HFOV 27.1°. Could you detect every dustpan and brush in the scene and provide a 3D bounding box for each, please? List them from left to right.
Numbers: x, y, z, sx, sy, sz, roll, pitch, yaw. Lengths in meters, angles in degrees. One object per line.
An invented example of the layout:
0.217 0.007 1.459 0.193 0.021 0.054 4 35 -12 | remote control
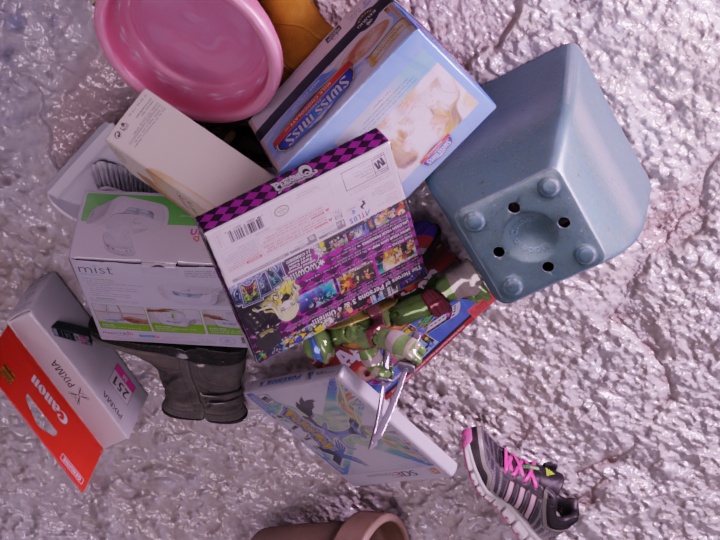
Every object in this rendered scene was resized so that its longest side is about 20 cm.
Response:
-0.234 -0.071 1.668 0.199 0.057 0.139 23 131 -34 | dustpan and brush

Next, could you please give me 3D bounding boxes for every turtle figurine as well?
0.052 0.082 1.565 0.193 0.200 0.144 -31 149 -6 | turtle figurine

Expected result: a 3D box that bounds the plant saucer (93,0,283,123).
-0.168 -0.237 1.503 0.199 0.051 0.201 13 141 11 | plant saucer

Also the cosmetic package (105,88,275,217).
-0.153 -0.090 1.524 0.200 0.105 0.071 35 81 17 | cosmetic package

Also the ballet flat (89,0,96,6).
-0.194 -0.327 1.531 0.199 0.070 0.070 -17 115 14 | ballet flat

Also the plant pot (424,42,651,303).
0.176 -0.077 1.533 0.196 0.200 0.196 -24 113 20 | plant pot

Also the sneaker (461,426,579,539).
0.195 0.249 1.783 0.087 0.074 0.200 -29 116 21 | sneaker

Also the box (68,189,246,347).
-0.201 0.002 1.645 0.199 0.097 0.177 3 147 7 | box

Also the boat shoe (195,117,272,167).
-0.146 -0.143 1.612 0.199 0.072 0.073 10 119 2 | boat shoe

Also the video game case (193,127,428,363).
-0.043 -0.022 1.457 0.199 0.036 0.182 -28 132 -9 | video game case

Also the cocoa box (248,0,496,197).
0.009 -0.157 1.507 0.200 0.131 0.133 -45 123 9 | cocoa box

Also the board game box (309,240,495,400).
0.048 0.065 1.689 0.200 0.019 0.103 -43 116 7 | board game box

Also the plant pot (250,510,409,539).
-0.052 0.384 1.840 0.174 0.200 0.201 7 121 25 | plant pot

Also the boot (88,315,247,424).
-0.229 0.123 1.777 0.199 0.068 0.131 11 125 3 | boot

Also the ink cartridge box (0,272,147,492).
-0.337 0.127 1.728 0.043 0.174 0.200 -25 113 20 | ink cartridge box

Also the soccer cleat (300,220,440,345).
0.000 0.000 1.635 0.200 0.068 0.073 -38 110 -5 | soccer cleat

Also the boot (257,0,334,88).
-0.050 -0.252 1.548 0.143 0.071 0.202 23 125 -11 | boot

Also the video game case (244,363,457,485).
-0.013 0.184 1.737 0.200 0.022 0.182 43 146 -25 | video game case
